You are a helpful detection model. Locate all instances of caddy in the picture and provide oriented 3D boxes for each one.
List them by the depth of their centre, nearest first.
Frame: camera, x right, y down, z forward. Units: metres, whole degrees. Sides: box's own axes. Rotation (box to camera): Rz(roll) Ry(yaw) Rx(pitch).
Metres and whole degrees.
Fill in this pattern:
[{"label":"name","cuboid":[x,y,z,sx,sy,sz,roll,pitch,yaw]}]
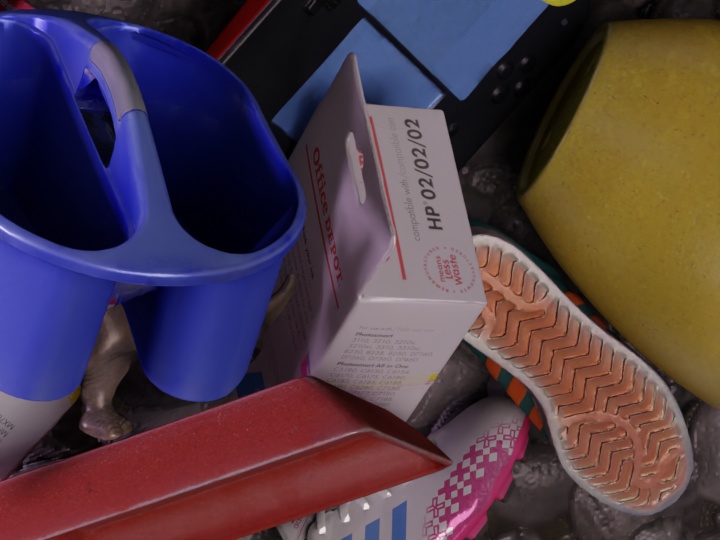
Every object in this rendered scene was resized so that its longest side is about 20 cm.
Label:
[{"label":"caddy","cuboid":[-0.103,-0.036,1.058,0.141,0.200,0.105,0,124,-22]}]

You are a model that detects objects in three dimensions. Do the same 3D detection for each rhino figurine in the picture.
[{"label":"rhino figurine","cuboid":[-0.117,0.026,1.145,0.200,0.060,0.088,-13,105,-23]}]

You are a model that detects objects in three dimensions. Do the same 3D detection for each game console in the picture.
[{"label":"game console","cuboid":[0.021,-0.112,1.304,0.177,0.031,0.200,-52,144,0]}]

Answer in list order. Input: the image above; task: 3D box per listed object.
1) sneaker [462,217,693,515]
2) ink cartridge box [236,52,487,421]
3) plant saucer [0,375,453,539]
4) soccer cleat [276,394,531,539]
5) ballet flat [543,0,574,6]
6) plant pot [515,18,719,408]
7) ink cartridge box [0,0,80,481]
[{"label":"sneaker","cuboid":[0.103,0.042,1.402,0.071,0.080,0.200,-38,112,6]},{"label":"ink cartridge box","cuboid":[0.000,0.000,1.272,0.068,0.115,0.200,3,145,-22]},{"label":"plant saucer","cuboid":[-0.073,0.096,1.204,0.199,0.200,0.037,-20,79,9]},{"label":"soccer cleat","cuboid":[0.009,0.133,1.413,0.086,0.070,0.200,40,83,-12]},{"label":"ballet flat","cuboid":[0.093,-0.192,1.269,0.067,0.200,0.067,-5,126,9]},{"label":"plant pot","cuboid":[0.164,-0.049,1.362,0.142,0.200,0.200,26,98,-5]},{"label":"ink cartridge box","cuboid":[-0.185,-0.018,1.217,0.200,0.145,0.145,-49,121,-2]}]
